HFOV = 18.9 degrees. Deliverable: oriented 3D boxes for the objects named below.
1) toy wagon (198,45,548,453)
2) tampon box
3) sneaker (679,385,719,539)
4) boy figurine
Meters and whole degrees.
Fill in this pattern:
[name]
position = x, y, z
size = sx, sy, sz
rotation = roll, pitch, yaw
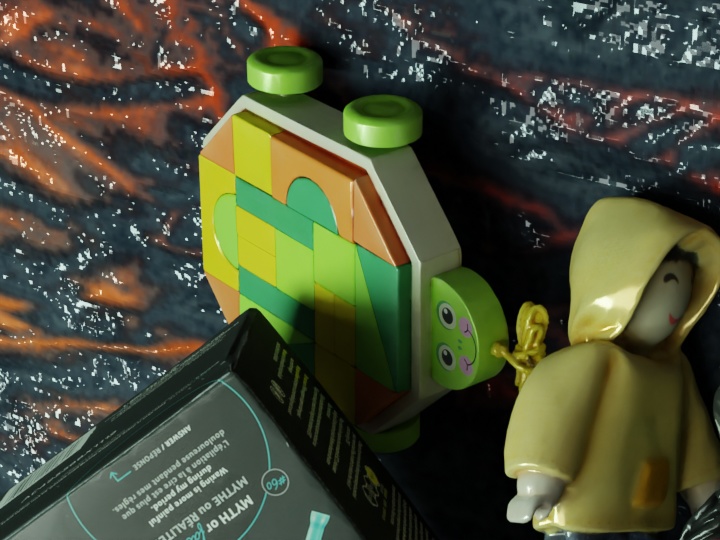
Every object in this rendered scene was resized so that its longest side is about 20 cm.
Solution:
[toy wagon]
position = 0.000, 0.000, 0.906
size = 0.200, 0.039, 0.156
rotation = 31, 130, 46
[tampon box]
position = -0.043, 0.145, 0.867
size = 0.150, 0.126, 0.200
rotation = -36, 98, 8
[sneaker]
position = 0.128, 0.109, 0.749
size = 0.083, 0.200, 0.077
rotation = -6, 134, 18
[boy figurine]
position = 0.105, 0.073, 0.832
size = 0.064, 0.124, 0.201
rotation = 1, 80, 47
